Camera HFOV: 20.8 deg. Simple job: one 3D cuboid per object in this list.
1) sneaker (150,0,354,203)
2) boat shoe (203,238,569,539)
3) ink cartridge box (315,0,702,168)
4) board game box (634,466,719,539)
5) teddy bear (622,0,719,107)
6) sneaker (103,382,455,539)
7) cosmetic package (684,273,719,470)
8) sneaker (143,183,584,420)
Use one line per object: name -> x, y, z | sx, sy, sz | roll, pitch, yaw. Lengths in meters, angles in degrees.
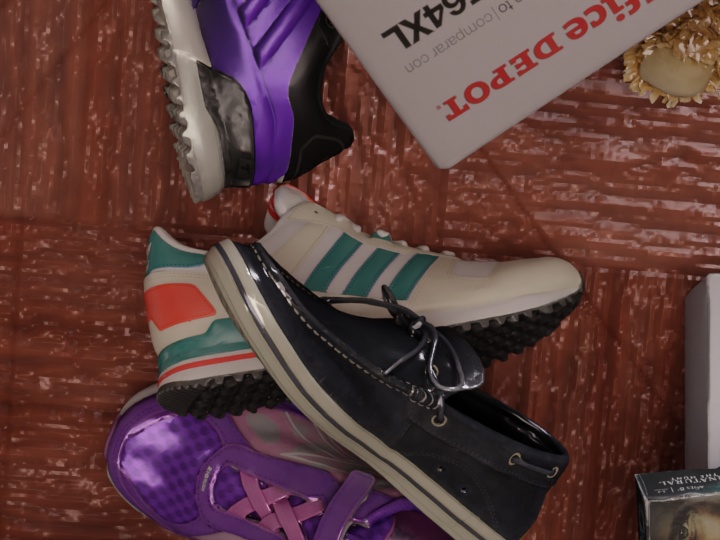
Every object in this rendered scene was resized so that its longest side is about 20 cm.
sneaker -> -0.043, -0.136, 0.849 | 0.099, 0.070, 0.202 | -9, 102, -8
boat shoe -> 0.013, 0.043, 0.782 | 0.062, 0.075, 0.200 | -44, 123, 6
ink cartridge box -> 0.035, -0.164, 0.766 | 0.145, 0.084, 0.200 | -33, 114, 13
board game box -> 0.184, 0.176, 0.822 | 0.134, 0.028, 0.202 | -5, 108, -1
teddy bear -> 0.147, -0.171, 0.856 | 0.144, 0.067, 0.202 | 8, 104, 1
sneaker -> -0.018, 0.107, 0.866 | 0.199, 0.088, 0.081 | 22, 97, -4
cosmetic package -> 0.245, 0.085, 0.870 | 0.198, 0.052, 0.152 | 4, 74, -3
sneaker -> -0.001, 0.000, 0.861 | 0.198, 0.070, 0.094 | -11, 72, -13
